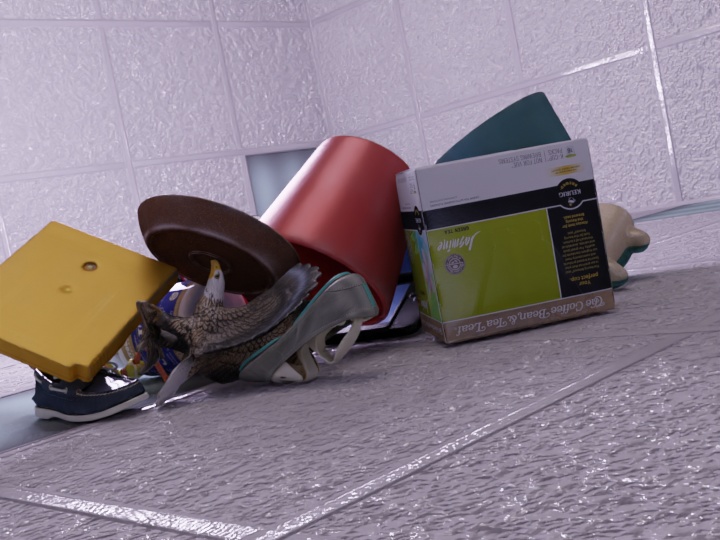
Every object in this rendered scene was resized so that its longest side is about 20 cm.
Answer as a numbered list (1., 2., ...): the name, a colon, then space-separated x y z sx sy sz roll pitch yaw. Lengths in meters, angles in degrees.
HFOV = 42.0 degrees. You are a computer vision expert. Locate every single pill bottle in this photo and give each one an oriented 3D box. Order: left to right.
1. pill bottle: -0.255 0.078 1.239 0.200 0.120 0.120 -9 4 36

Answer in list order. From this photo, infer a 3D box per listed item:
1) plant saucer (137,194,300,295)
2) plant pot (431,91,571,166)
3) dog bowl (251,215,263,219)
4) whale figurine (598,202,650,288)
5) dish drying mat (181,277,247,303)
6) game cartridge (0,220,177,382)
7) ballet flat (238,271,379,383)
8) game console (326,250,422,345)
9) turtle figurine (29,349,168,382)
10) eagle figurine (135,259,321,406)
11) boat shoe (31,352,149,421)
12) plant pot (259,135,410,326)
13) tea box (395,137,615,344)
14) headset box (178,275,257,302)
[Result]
1. plant saucer: -0.169 -0.021 1.090 0.200 0.035 0.200 14 -25 7
2. plant pot: 0.207 -0.109 1.233 0.200 0.161 0.201 -35 -8 -5
3. dog bowl: -0.164 0.009 1.591 0.074 0.201 0.200 8 15 42
4. whale figurine: 0.320 -0.014 1.291 0.159 0.104 0.200 -10 28 10
5. dish drying mat: -0.190 0.039 1.268 0.077 0.200 0.018 -4 42 31
6. game cartridge: -0.331 0.032 1.058 0.176 0.033 0.200 21 41 10
7. ballet flat: -0.055 0.079 0.959 0.200 0.064 0.067 -43 -16 34
8. game console: 0.000 0.000 1.243 0.200 0.117 0.176 -10 30 33
9. turtle figurine: -0.340 0.111 1.145 0.161 0.200 0.065 -34 29 50
10. eagle figurine: -0.142 0.061 1.030 0.199 0.151 0.152 2 22 -7
11. boat shoe: -0.305 0.128 1.041 0.075 0.062 0.200 -14 4 -41
12. plant pot: -0.024 -0.056 1.165 0.200 0.178 0.201 21 -24 10
13. tea box: 0.161 -0.035 1.072 0.199 0.197 0.134 -10 3 -7
14. headset box: -0.181 0.040 1.397 0.148 0.075 0.200 -18 -28 37
